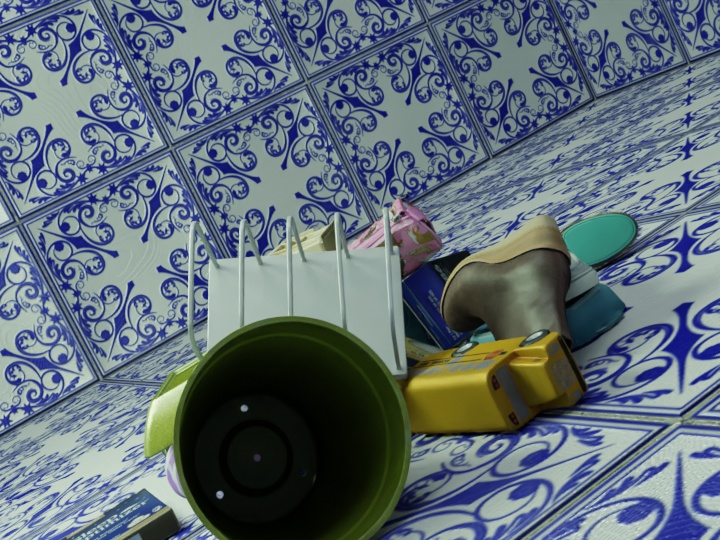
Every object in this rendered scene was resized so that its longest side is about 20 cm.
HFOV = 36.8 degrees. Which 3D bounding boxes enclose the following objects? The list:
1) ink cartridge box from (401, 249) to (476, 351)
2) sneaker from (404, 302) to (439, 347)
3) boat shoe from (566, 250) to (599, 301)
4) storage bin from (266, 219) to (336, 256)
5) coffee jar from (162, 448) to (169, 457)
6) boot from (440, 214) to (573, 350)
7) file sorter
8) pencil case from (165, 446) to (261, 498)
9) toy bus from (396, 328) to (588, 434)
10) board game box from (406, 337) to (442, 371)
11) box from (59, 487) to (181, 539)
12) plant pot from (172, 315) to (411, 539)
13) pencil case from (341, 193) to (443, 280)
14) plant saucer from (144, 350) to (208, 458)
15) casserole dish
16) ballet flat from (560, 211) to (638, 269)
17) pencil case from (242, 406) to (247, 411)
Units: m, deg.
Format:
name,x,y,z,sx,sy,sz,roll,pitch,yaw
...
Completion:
name,x,y,z,sx,sy,sz,roll,pitch,yaw
ink cartridge box,0.116,0.032,1.302,0.039,0.100,0.200,-41,-9,24
sneaker,0.030,0.091,1.347,0.130,0.080,0.199,-26,-18,32
boat shoe,0.199,-0.005,1.198,0.070,0.072,0.201,-28,7,-8
storage bin,-0.045,0.043,1.565,0.093,0.202,0.199,-24,7,9
coffee jar,-0.209,0.214,1.408,0.103,0.086,0.200,-25,5,-14
boot,0.144,0.053,1.116,0.200,0.072,0.168,-48,29,43
file sorter,-0.059,0.025,1.040,0.197,0.140,0.125,-4,-25,2
pencil case,-0.138,0.204,1.161,0.085,0.085,0.199,-8,-5,-34
toy bus,0.117,0.109,1.016,0.078,0.066,0.199,-31,8,-31
board game box,0.011,0.087,1.173,0.136,0.198,0.035,-106,35,-83
box,-0.286,0.306,1.262,0.120,0.033,0.200,-30,6,-20
plant pot,-0.076,0.159,0.966,0.199,0.202,0.193,-29,-5,-20
pencil case,0.000,0.000,1.268,0.199,0.087,0.083,-39,19,7
plant saucer,-0.156,0.117,1.223,0.199,0.048,0.200,-32,7,2
casserole dish,0.199,0.059,1.196,0.121,0.039,0.199,-33,10,-40
ballet flat,0.266,-0.014,1.410,0.199,0.068,0.075,-29,-14,2
pencil case,-0.159,0.169,1.603,0.199,0.084,0.086,-29,30,-4
